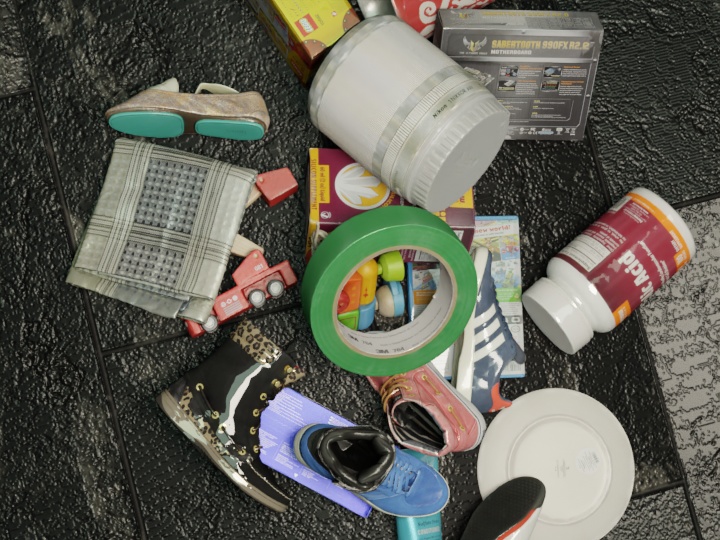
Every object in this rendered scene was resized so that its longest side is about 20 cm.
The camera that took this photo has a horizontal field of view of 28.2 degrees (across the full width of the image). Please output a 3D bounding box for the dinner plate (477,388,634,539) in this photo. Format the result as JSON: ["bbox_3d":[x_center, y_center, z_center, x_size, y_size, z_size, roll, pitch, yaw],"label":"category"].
[{"bbox_3d":[0.243,0.246,1.763,0.198,0.024,0.202,1,84,-7],"label":"dinner plate"}]

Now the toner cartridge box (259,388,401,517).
[{"bbox_3d":[-0.060,0.209,1.722,0.199,0.043,0.095,29,81,-3],"label":"toner cartridge box"}]

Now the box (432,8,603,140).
[{"bbox_3d":[0.184,-0.237,1.747,0.198,0.048,0.159,-1,128,-6],"label":"box"}]

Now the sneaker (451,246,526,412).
[{"bbox_3d":[0.159,0.073,1.730,0.084,0.075,0.202,5,94,-4],"label":"sneaker"}]

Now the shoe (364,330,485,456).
[{"bbox_3d":[0.053,0.143,1.683,0.200,0.091,0.072,40,112,24],"label":"shoe"}]

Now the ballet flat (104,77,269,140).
[{"bbox_3d":[-0.210,-0.198,1.746,0.198,0.068,0.068,4,64,-11],"label":"ballet flat"}]

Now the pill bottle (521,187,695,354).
[{"bbox_3d":[0.301,0.002,1.748,0.200,0.114,0.114,-40,89,-8],"label":"pill bottle"}]

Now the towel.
[{"bbox_3d":[-0.239,-0.050,1.707,0.191,0.035,0.201,15,80,12],"label":"towel"}]

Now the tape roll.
[{"bbox_3d":[0.033,0.025,1.624,0.199,0.048,0.202,-9,122,-14],"label":"tape roll"}]

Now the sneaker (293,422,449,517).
[{"bbox_3d":[0.027,0.231,1.629,0.199,0.111,0.077,29,78,-16],"label":"sneaker"}]

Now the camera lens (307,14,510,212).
[{"bbox_3d":[0.050,-0.183,1.645,0.200,0.160,0.160,41,81,19],"label":"camera lens"}]

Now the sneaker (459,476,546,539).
[{"bbox_3d":[0.165,0.349,1.718,0.202,0.067,0.108,-49,132,-23],"label":"sneaker"}]

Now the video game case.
[{"bbox_3d":[0.129,0.034,1.775,0.142,0.018,0.202,-1,84,-6],"label":"video game case"}]

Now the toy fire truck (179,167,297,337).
[{"bbox_3d":[-0.146,-0.022,1.734,0.199,0.049,0.142,-27,86,-6],"label":"toy fire truck"}]

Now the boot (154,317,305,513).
[{"bbox_3d":[-0.121,0.168,1.664,0.200,0.073,0.151,43,82,5],"label":"boot"}]

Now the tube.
[{"bbox_3d":[0.070,0.312,1.717,0.077,0.050,0.202,-2,86,-45],"label":"tube"}]

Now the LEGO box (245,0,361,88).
[{"bbox_3d":[-0.088,-0.338,1.724,0.077,0.149,0.201,-34,88,-8],"label":"LEGO box"}]

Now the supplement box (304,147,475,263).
[{"bbox_3d":[0.033,-0.077,1.723,0.198,0.086,0.111,1,59,-5],"label":"supplement box"}]

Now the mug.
[{"bbox_3d":[0.095,-0.385,1.761,0.199,0.133,0.178,-27,89,-12],"label":"mug"}]

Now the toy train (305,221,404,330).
[{"bbox_3d":[0.000,0.000,1.679,0.115,0.201,0.085,-12,54,-14],"label":"toy train"}]
